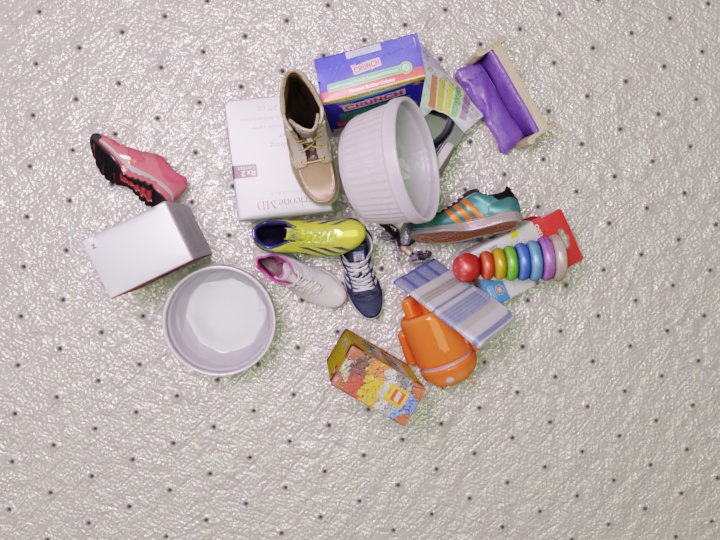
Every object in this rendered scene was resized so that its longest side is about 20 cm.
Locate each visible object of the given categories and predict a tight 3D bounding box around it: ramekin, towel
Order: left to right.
[{"bbox_3d":[-0.254,0.086,1.198,0.200,0.105,0.201,0,94,-5],"label":"ramekin"},{"bbox_3d":[0.046,-0.170,1.056,0.105,0.200,0.201,-8,95,25],"label":"ramekin"},{"bbox_3d":[0.172,0.057,1.180,0.200,0.147,0.024,37,126,22],"label":"towel"}]

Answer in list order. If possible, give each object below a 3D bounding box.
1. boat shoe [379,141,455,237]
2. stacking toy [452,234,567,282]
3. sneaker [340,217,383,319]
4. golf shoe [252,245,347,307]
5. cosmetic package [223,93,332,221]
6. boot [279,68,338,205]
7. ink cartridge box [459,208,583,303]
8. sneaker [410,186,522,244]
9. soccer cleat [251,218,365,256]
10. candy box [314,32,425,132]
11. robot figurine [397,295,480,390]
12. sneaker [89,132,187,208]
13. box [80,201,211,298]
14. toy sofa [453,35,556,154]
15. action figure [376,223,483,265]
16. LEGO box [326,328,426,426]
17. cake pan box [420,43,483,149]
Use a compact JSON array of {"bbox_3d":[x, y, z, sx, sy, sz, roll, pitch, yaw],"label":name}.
[{"bbox_3d":[0.083,-0.166,1.182,0.093,0.075,0.200,34,86,10],"label":"boat shoe"},{"bbox_3d":[0.266,-0.015,1.184,0.200,0.085,0.086,-5,95,2],"label":"stacking toy"},{"bbox_3d":[0.000,0.000,1.210,0.070,0.109,0.200,-14,95,-3],"label":"sneaker"},{"bbox_3d":[-0.116,0.017,1.208,0.200,0.092,0.075,29,103,-6],"label":"golf shoe"},{"bbox_3d":[-0.142,-0.194,1.156,0.165,0.165,0.200,-7,95,-4],"label":"cosmetic package"},{"bbox_3d":[-0.079,-0.198,1.000,0.072,0.155,0.200,-16,95,-5],"label":"boot"},{"bbox_3d":[0.309,-0.027,1.254,0.200,0.067,0.116,-26,96,-2],"label":"ink cartridge box"},{"bbox_3d":[0.186,-0.100,1.176,0.200,0.071,0.080,-9,71,8],"label":"sneaker"},{"bbox_3d":[-0.092,-0.059,1.126,0.200,0.084,0.065,-1,84,12],"label":"soccer cleat"},{"bbox_3d":[0.017,-0.307,1.091,0.169,0.200,0.077,-13,87,2],"label":"candy box"},{"bbox_3d":[0.149,0.132,1.228,0.144,0.117,0.200,-23,96,-2],"label":"robot figurine"},{"bbox_3d":[-0.405,-0.188,1.194,0.200,0.074,0.087,37,49,6],"label":"sneaker"},{"bbox_3d":[-0.362,-0.039,1.132,0.152,0.200,0.106,-25,96,-2],"label":"box"},{"bbox_3d":[0.268,-0.323,1.222,0.098,0.083,0.200,-32,96,-3],"label":"toy sofa"},{"bbox_3d":[0.129,-0.079,1.236,0.200,0.069,0.130,-8,98,-2],"label":"action figure"},{"bbox_3d":[0.022,0.187,1.180,0.149,0.200,0.077,31,90,-5],"label":"LEGO box"},{"bbox_3d":[0.103,-0.295,1.227,0.184,0.052,0.200,-41,97,2],"label":"cake pan box"}]
